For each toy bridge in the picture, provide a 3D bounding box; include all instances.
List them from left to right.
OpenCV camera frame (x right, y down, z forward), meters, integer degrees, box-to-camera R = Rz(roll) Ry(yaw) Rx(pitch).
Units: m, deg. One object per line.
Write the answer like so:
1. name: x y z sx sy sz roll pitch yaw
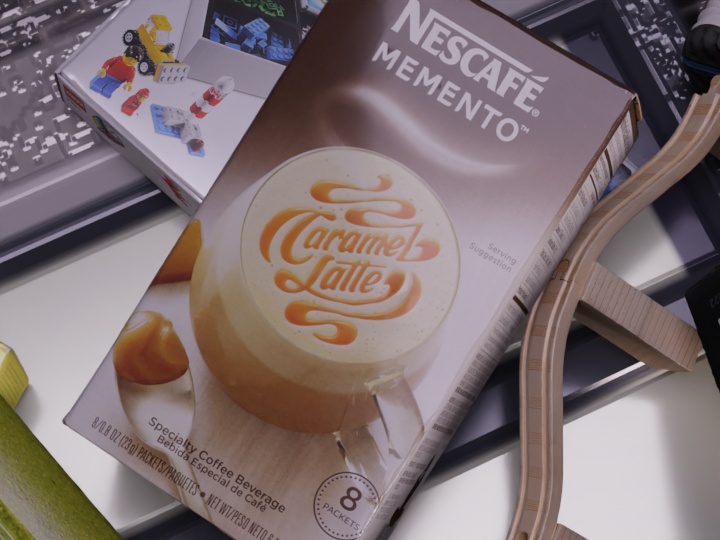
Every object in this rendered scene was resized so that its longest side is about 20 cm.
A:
1. toy bridge: 0.098 0.016 0.816 0.067 0.027 0.201 31 76 -29

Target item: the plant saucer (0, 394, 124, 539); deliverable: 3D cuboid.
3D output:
1. plant saucer: -0.148 0.159 0.741 0.200 0.048 0.200 -42 95 -19

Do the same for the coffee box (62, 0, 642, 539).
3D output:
1. coffee box: 0.000 0.000 0.775 0.114 0.080 0.201 31 89 11

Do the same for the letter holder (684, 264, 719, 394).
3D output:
1. letter holder: 0.242 0.010 0.769 0.142 0.200 0.101 25 37 -36

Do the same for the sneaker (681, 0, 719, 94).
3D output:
1. sneaker: 0.229 -0.073 0.844 0.199 0.076 0.077 26 72 2

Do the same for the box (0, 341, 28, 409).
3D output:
1. box: -0.200 0.105 0.792 0.075 0.050 0.201 27 74 7

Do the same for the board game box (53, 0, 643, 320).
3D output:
1. board game box: -0.005 -0.052 0.854 0.200 0.035 0.126 42 77 11
